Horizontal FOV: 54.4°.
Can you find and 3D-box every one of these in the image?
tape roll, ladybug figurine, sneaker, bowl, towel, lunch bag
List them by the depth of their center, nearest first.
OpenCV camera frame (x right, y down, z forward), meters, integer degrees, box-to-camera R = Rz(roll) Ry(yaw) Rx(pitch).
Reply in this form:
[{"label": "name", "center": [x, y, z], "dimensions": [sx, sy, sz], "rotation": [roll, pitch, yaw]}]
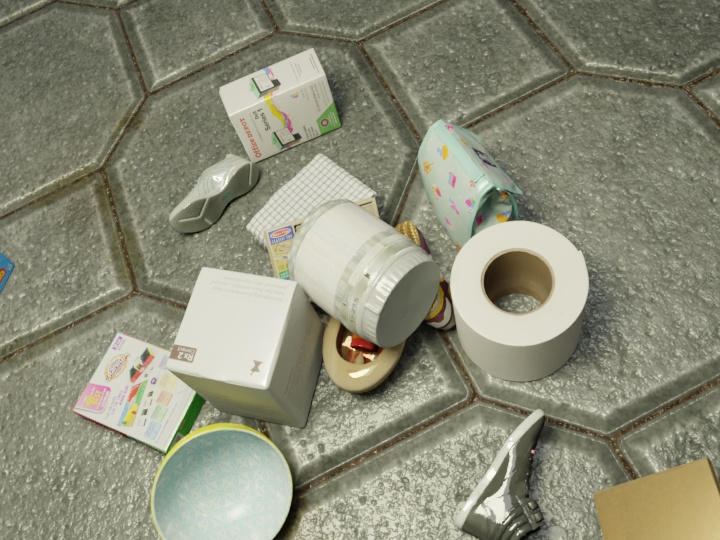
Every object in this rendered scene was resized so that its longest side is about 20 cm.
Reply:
[{"label": "sneaker", "center": [0.225, 0.297, 0.971], "dimensions": [0.098, 0.071, 0.201], "rotation": [32, 78, 24]}, {"label": "bowl", "center": [-0.205, 0.308, 1.024], "dimensions": [0.199, 0.202, 0.108], "rotation": [-36, 17, -9]}, {"label": "tape roll", "center": [0.238, 0.048, 1.063], "dimensions": [0.198, 0.140, 0.206], "rotation": [-5, 60, 9]}, {"label": "ladybug figurine", "center": [0.012, 0.105, 1.121], "dimensions": [0.133, 0.072, 0.203], "rotation": [10, 63, 20]}, {"label": "lunch bag", "center": [0.177, -0.133, 1.142], "dimensions": [0.120, 0.201, 0.172], "rotation": [-28, 58, -4]}, {"label": "sneaker", "center": [0.099, 0.010, 1.154], "dimensions": [0.074, 0.090, 0.203], "rotation": [-30, 48, 20]}, {"label": "towel", "center": [-0.080, -0.091, 1.249], "dimensions": [0.165, 0.086, 0.200], "rotation": [36, 76, 29]}, {"label": "sneaker", "center": [-0.288, -0.148, 1.342], "dimensions": [0.200, 0.071, 0.080], "rotation": [-41, 51, -18]}]

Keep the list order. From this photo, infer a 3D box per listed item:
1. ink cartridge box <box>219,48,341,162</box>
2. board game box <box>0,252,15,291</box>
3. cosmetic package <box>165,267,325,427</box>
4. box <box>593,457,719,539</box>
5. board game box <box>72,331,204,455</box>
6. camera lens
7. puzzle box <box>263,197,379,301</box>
[{"label": "ink cartridge box", "center": [-0.152, -0.313, 1.351], "dimensions": [0.197, 0.146, 0.085], "rotation": [-23, 58, -1]}, {"label": "board game box", "center": [-0.802, 0.047, 1.351], "dimensions": [0.196, 0.056, 0.199], "rotation": [9, 64, 17]}, {"label": "cosmetic package", "center": [-0.163, 0.122, 1.076], "dimensions": [0.161, 0.201, 0.168], "rotation": [8, 64, 16]}, {"label": "box", "center": [0.386, 0.353, 0.865], "dimensions": [0.162, 0.021, 0.203], "rotation": [-31, 43, 30]}, {"label": "board game box", "center": [-0.359, 0.203, 1.170], "dimensions": [0.197, 0.041, 0.155], "rotation": [16, 66, 21]}, {"label": "camera lens", "center": [0.000, 0.000, 1.046], "dimensions": [0.199, 0.161, 0.160], "rotation": [34, 73, 30]}, {"label": "puzzle box", "center": [-0.051, -0.031, 1.158], "dimensions": [0.197, 0.136, 0.025], "rotation": [-19, 14, -19]}]
